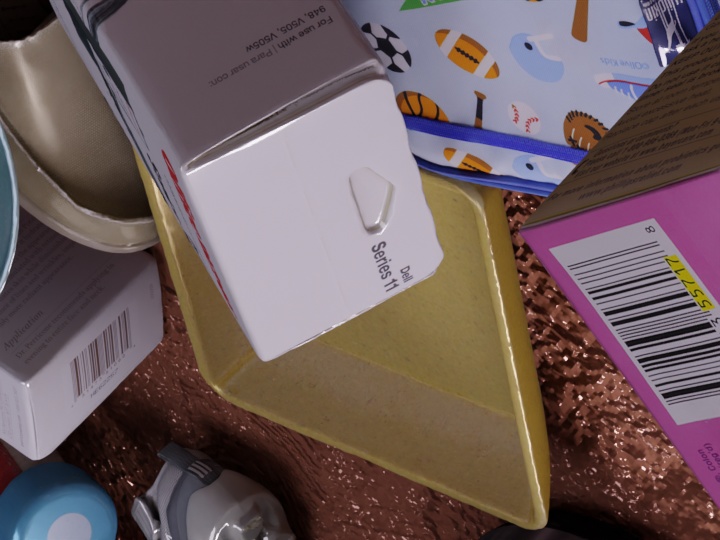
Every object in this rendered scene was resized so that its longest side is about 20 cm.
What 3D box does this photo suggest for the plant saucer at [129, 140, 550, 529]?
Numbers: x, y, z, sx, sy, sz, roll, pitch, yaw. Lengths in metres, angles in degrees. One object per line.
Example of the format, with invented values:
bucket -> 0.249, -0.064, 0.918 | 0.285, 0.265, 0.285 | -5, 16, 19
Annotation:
plant saucer -> 0.000, 0.000, 1.200 | 0.199, 0.048, 0.200 | 21, 141, 34

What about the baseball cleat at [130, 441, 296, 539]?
baseball cleat -> -0.067, 0.169, 1.469 | 0.106, 0.070, 0.201 | 36, 145, 40

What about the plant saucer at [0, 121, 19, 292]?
plant saucer -> -0.241, -0.046, 1.236 | 0.199, 0.036, 0.201 | 6, 113, 13

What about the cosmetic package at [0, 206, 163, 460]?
cosmetic package -> -0.206, -0.004, 1.380 | 0.200, 0.102, 0.074 | 32, 148, 22

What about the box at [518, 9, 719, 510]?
box -> 0.178, -0.012, 0.840 | 0.176, 0.200, 0.097 | 53, 148, -14

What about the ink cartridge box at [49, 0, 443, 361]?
ink cartridge box -> -0.058, -0.086, 1.035 | 0.200, 0.083, 0.147 | 57, 173, 32

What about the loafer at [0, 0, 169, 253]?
loafer -> -0.146, -0.094, 1.233 | 0.200, 0.076, 0.068 | 51, 153, -9

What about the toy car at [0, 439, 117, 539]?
toy car -> -0.230, 0.184, 1.486 | 0.184, 0.200, 0.177 | 29, 149, 56

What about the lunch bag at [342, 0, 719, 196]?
lunch bag -> 0.075, -0.089, 0.992 | 0.200, 0.076, 0.161 | 16, 140, 39

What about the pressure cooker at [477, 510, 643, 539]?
pressure cooker -> 0.069, 0.228, 1.238 | 0.176, 0.200, 0.179 | 34, 147, 15
